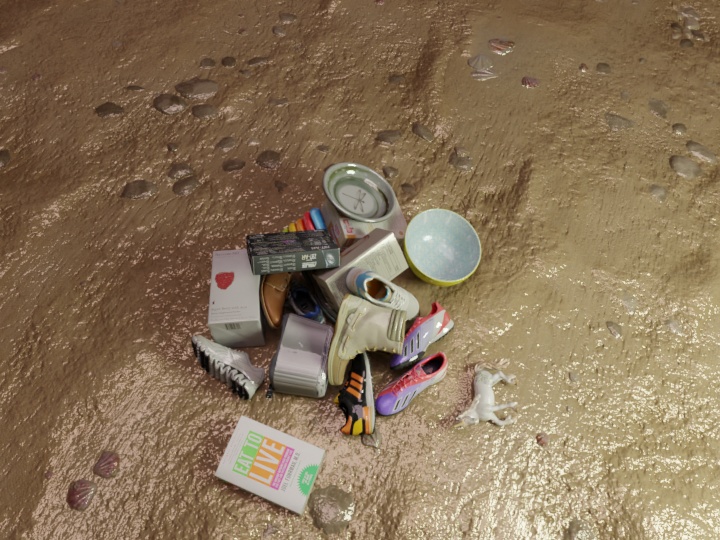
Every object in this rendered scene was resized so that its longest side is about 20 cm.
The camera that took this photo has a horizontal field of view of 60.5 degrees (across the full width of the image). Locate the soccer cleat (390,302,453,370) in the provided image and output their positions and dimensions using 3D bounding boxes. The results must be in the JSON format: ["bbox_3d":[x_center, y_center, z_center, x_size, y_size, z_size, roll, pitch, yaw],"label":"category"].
[{"bbox_3d":[0.131,0.154,1.425,0.199,0.068,0.074,-36,95,-27],"label":"soccer cleat"}]

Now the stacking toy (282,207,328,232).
[{"bbox_3d":[-0.177,-0.073,1.585,0.196,0.116,0.112,-23,98,3],"label":"stacking toy"}]

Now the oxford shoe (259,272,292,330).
[{"bbox_3d":[-0.192,0.040,1.440,0.070,0.072,0.204,-15,57,16],"label":"oxford shoe"}]

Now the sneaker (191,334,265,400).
[{"bbox_3d":[-0.303,0.209,1.410,0.198,0.076,0.081,35,52,14],"label":"sneaker"}]

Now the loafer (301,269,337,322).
[{"bbox_3d":[-0.077,0.045,1.501,0.071,0.063,0.201,-6,52,-51],"label":"loafer"}]

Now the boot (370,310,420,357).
[{"bbox_3d":[0.025,0.104,1.474,0.198,0.073,0.156,32,57,12],"label":"boot"}]

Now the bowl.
[{"bbox_3d":[0.194,-0.040,1.545,0.195,0.108,0.205,4,63,-8],"label":"bowl"}]

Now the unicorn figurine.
[{"bbox_3d":[0.280,0.288,1.363,0.134,0.075,0.202,1,41,12],"label":"unicorn figurine"}]

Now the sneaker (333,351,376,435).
[{"bbox_3d":[-0.018,0.264,1.368,0.088,0.071,0.204,-4,58,-7],"label":"sneaker"}]

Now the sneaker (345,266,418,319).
[{"bbox_3d":[0.059,0.062,1.379,0.080,0.198,0.078,22,86,59],"label":"sneaker"}]

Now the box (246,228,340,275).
[{"bbox_3d":[-0.157,-0.046,1.412,0.195,0.045,0.160,-6,22,-15],"label":"box"}]

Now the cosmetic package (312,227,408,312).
[{"bbox_3d":[0.000,0.000,1.431,0.198,0.105,0.087,-34,24,-16],"label":"cosmetic package"}]

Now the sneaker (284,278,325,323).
[{"bbox_3d":[-0.154,0.058,1.498,0.077,0.086,0.199,-37,63,-23],"label":"sneaker"}]

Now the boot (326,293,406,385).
[{"bbox_3d":[0.014,0.166,1.328,0.151,0.072,0.205,14,98,10],"label":"boot"}]

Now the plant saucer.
[{"bbox_3d":[-0.008,-0.183,1.542,0.196,0.051,0.203,15,47,-16],"label":"plant saucer"}]

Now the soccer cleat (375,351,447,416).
[{"bbox_3d":[0.113,0.249,1.378,0.198,0.074,0.068,-30,61,-19],"label":"soccer cleat"}]

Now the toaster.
[{"bbox_3d":[-0.129,0.201,1.386,0.126,0.115,0.204,10,57,4],"label":"toaster"}]

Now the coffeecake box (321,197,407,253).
[{"bbox_3d":[0.015,-0.121,1.588,0.196,0.074,0.156,-1,53,-28],"label":"coffeecake box"}]

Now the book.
[{"bbox_3d":[-0.187,0.407,1.291,0.196,0.048,0.136,19,62,10],"label":"book"}]

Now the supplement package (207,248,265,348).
[{"bbox_3d":[-0.290,0.065,1.470,0.118,0.121,0.204,-4,55,-2],"label":"supplement package"}]
